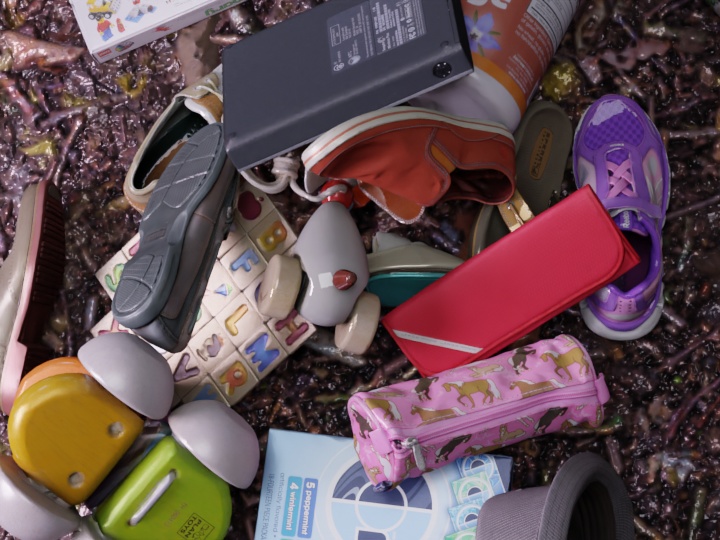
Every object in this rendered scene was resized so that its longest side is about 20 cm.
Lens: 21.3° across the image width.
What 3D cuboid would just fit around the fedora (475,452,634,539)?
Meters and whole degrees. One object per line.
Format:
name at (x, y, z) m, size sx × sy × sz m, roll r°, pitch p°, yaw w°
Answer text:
fedora at (0.137, 0.225, 1.448) m, size 0.090 × 0.200 × 0.178 m, roll 2°, pitch 89°, yaw 24°

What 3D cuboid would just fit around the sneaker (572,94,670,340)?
sneaker at (0.211, -0.049, 1.535) m, size 0.080 × 0.088 × 0.201 m, roll -2°, pitch 77°, yaw 7°

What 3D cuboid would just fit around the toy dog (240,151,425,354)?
toy dog at (-0.015, -0.038, 1.483) m, size 0.131 × 0.096 × 0.201 m, roll -1°, pitch 73°, yaw -25°

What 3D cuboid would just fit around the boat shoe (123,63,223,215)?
boat shoe at (-0.119, -0.125, 1.597) m, size 0.075 × 0.068 × 0.200 m, roll 37°, pitch 85°, yaw 12°

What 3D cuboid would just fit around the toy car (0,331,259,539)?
toy car at (-0.190, 0.146, 1.508) m, size 0.200 × 0.150 × 0.175 m, roll 39°, pitch 93°, yaw -17°

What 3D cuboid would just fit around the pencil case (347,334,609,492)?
pencil case at (0.091, 0.109, 1.490) m, size 0.199 × 0.083 × 0.087 m, roll -15°, pitch 50°, yaw -18°

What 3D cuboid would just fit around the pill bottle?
pill bottle at (0.116, -0.216, 1.560) m, size 0.112 × 0.112 × 0.201 m, roll 24°, pitch 71°, yaw 10°

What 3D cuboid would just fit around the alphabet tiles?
alphabet tiles at (-0.128, 0.025, 1.563) m, size 0.200 × 0.006 × 0.167 m, roll -42°, pitch 73°, yaw 17°

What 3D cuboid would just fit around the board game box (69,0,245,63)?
board game box at (-0.160, -0.276, 1.649) m, size 0.199 × 0.035 × 0.127 m, roll -23°, pitch 78°, yaw 1°

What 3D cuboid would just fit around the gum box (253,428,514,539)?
gum box at (0.015, 0.223, 1.524) m, size 0.199 × 0.045 × 0.171 m, roll 5°, pitch 78°, yaw 8°

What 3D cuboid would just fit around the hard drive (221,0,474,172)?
hard drive at (-0.015, -0.164, 1.484) m, size 0.199 × 0.033 × 0.140 m, roll -22°, pitch 39°, yaw 13°

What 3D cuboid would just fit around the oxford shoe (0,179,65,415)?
oxford shoe at (-0.294, 0.019, 1.588) m, size 0.074 × 0.070 × 0.201 m, roll 7°, pitch 78°, yaw 13°

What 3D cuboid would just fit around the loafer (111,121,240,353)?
loafer at (-0.136, -0.025, 1.511) m, size 0.072 × 0.063 × 0.201 m, roll -12°, pitch 45°, yaw 40°

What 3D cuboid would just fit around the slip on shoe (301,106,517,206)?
slip on shoe at (0.044, -0.082, 1.464) m, size 0.199 × 0.074 × 0.061 m, roll 2°, pitch 61°, yaw -38°

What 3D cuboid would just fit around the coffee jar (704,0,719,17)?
coffee jar at (0.335, -0.231, 1.559) m, size 0.104 × 0.085 × 0.200 m, roll -37°, pitch 78°, yaw -2°

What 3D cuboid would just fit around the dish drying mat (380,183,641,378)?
dish drying mat at (0.116, 0.016, 1.497) m, size 0.200 × 0.018 × 0.077 m, roll -33°, pitch 101°, yaw 19°

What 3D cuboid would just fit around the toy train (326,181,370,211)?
toy train at (0.002, -0.150, 1.601) m, size 0.150 × 0.056 × 0.200 m, roll 39°, pitch 73°, yaw -14°

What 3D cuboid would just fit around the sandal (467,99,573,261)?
sandal at (0.139, -0.045, 1.543) m, size 0.054 × 0.080 × 0.201 m, roll 0°, pitch 69°, yaw 51°

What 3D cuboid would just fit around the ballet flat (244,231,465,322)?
ballet flat at (0.000, 0.000, 1.564) m, size 0.199 × 0.069 × 0.070 m, roll -9°, pitch 78°, yaw 5°
